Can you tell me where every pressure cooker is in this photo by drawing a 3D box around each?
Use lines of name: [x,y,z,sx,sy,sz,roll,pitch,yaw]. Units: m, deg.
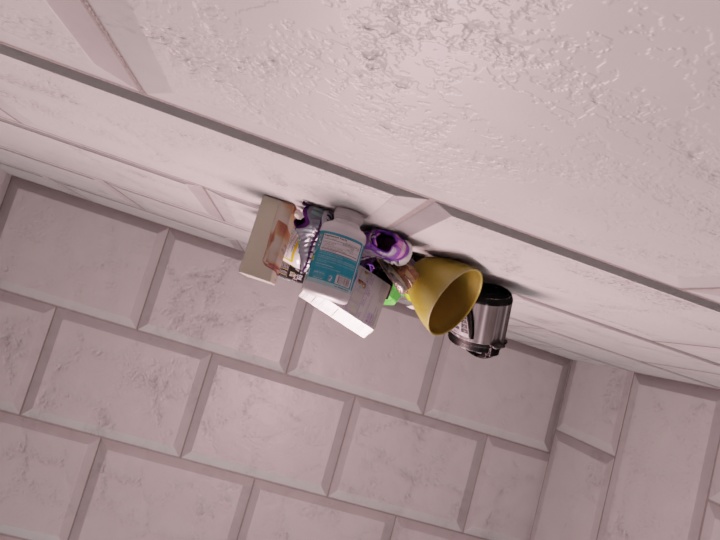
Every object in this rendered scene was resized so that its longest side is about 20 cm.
pressure cooker: [0.340,0.146,1.506,0.174,0.205,0.176,10,-162,11]

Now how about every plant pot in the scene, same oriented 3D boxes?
plant pot: [0.201,0.045,1.374,0.142,0.202,0.199,40,-171,35]

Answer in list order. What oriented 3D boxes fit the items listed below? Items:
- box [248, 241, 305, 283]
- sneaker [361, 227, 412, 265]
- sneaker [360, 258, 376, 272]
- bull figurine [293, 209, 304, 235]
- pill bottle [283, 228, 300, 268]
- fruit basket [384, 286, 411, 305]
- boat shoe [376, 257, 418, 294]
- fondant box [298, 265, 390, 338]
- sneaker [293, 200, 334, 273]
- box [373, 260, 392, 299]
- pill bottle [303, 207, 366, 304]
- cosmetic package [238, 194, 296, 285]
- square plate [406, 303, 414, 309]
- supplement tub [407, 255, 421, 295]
box: [-0.251,-0.066,1.657,0.085,0.168,0.198,11,172,40]
sneaker: [0.027,-0.069,1.285,0.196,0.082,0.088,8,167,23]
sneaker: [0.008,-0.023,1.439,0.080,0.085,0.200,-31,178,21]
bull figurine: [-0.100,-0.101,1.385,0.197,0.067,0.121,22,175,-27]
pill bottle: [-0.189,-0.074,1.493,0.197,0.113,0.111,29,177,12]
fruit basket: [0.150,0.064,1.862,0.213,0.157,0.216,34,172,5]
boat shoe: [0.095,-0.015,1.361,0.076,0.071,0.201,55,-178,-38]
fondant box: [-0.036,0.049,1.298,0.198,0.146,0.058,34,140,-11]
sneaker: [-0.131,-0.084,1.292,0.086,0.075,0.202,27,130,-1]
box: [0.000,0.000,1.522,0.196,0.044,0.161,21,-156,-1]
pill bottle: [-0.052,-0.034,1.181,0.108,0.205,0.111,17,174,2]
cosmetic package: [-0.232,-0.074,1.338,0.085,0.205,0.103,17,175,0]
square plate: [0.256,0.085,1.656,0.194,0.029,0.200,-24,180,-9]
supplement tub: [0.160,0.021,1.527,0.105,0.109,0.199,14,172,25]
